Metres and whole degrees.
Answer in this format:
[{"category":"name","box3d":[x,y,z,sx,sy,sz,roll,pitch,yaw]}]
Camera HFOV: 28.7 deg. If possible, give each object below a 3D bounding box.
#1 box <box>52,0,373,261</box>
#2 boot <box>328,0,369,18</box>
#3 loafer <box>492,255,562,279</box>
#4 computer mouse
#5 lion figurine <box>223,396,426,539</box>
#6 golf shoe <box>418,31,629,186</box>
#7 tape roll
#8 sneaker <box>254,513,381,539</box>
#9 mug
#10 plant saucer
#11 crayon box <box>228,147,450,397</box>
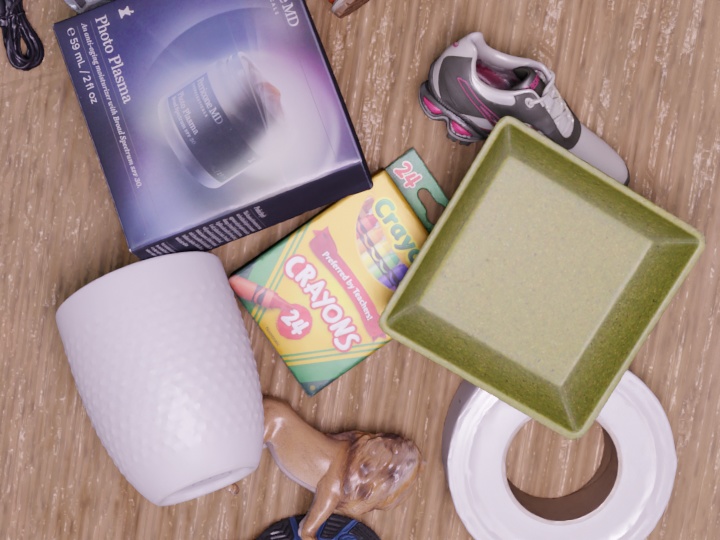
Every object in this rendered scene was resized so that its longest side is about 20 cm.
[{"category":"box","box3d":[-0.117,-0.133,1.145,0.197,0.123,0.201,-21,82,1]},{"category":"boot","box3d":[0.013,-0.310,1.175,0.107,0.075,0.201,34,87,-2]},{"category":"loafer","box3d":[0.175,-0.015,1.205,0.199,0.068,0.071,-4,88,-9]},{"category":"computer mouse","box3d":[-0.223,-0.255,1.190,0.199,0.044,0.110,-21,93,7]},{"category":"lion figurine","box3d":[-0.051,0.161,1.229,0.199,0.072,0.123,32,82,4]},{"category":"golf shoe","box3d":[0.146,-0.122,1.179,0.199,0.088,0.077,29,56,-6]},{"category":"tape roll","box3d":[0.171,0.162,1.236,0.201,0.071,0.204,0,98,0]},{"category":"sneaker","box3d":[-0.073,0.278,1.256,0.199,0.076,0.077,-16,123,-1]},{"category":"mug","box3d":[-0.167,0.106,1.175,0.147,0.200,0.176,-11,72,-37]},{"category":"plant saucer","box3d":[0.144,0.005,1.145,0.199,0.048,0.200,30,99,-9]},{"category":"crayon box","box3d":[0.000,0.000,1.221,0.200,0.051,0.127,-36,96,3]}]
